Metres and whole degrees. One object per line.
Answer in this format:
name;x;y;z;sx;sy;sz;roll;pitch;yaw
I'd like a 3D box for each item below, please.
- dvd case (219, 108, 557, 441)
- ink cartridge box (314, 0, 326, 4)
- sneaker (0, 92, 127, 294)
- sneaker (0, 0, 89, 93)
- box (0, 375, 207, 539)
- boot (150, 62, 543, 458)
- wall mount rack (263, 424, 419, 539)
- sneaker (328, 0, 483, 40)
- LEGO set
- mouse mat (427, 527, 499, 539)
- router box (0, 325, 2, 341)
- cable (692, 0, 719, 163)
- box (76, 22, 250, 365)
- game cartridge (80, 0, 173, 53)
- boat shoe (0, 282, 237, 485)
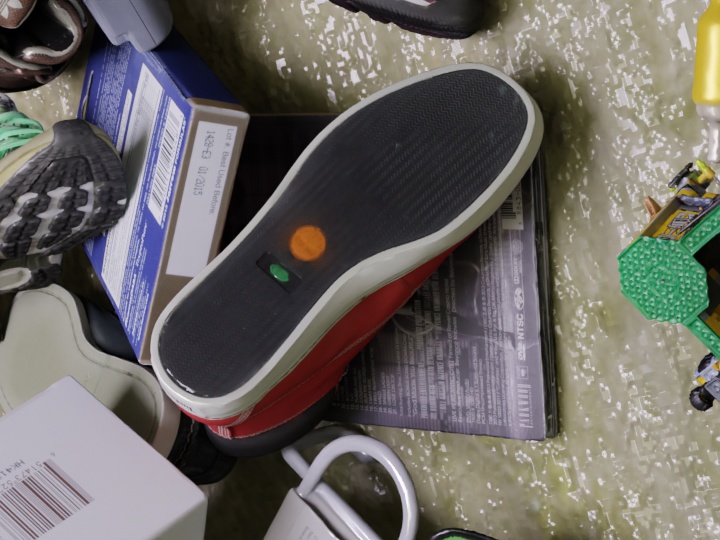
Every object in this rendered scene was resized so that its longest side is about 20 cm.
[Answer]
dvd case;0.000;0.000;0.912;0.200;0.016;0.149;2;101;35
ink cartridge box;0.043;-0.221;0.798;0.200;0.050;0.163;-31;70;33
sneaker;-0.172;-0.047;0.927;0.200;0.077;0.089;-32;71;61
sneaker;-0.162;-0.111;0.912;0.075;0.200;0.071;32;90;12
box;-0.152;0.169;0.890;0.097;0.124;0.200;37;140;26
boot;0.000;0.000;0.861;0.200;0.144;0.072;-42;73;-6
wall mount rack;0.008;0.173;0.906;0.174;0.074;0.200;43;120;26
sneaker;-0.019;-0.187;0.862;0.200;0.076;0.116;27;95;16
LEGO set;0.201;-0.027;0.699;0.154;0.116;0.200;39;134;8
mouse mat;0.083;0.221;0.860;0.161;0.008;0.200;17;108;8
router box;-0.289;-0.008;1.081;0.200;0.051;0.150;-19;74;36
cable;0.159;-0.144;0.749;0.097;0.050;0.200;-12;91;39
box;-0.103;-0.050;0.926;0.200;0.032;0.121;-131;51;-60
game cartridge;-0.160;-0.199;0.899;0.041;0.133;0.200;-32;51;-7
boat shoe;-0.123;0.059;0.979;0.199;0.066;0.075;19;88;54
